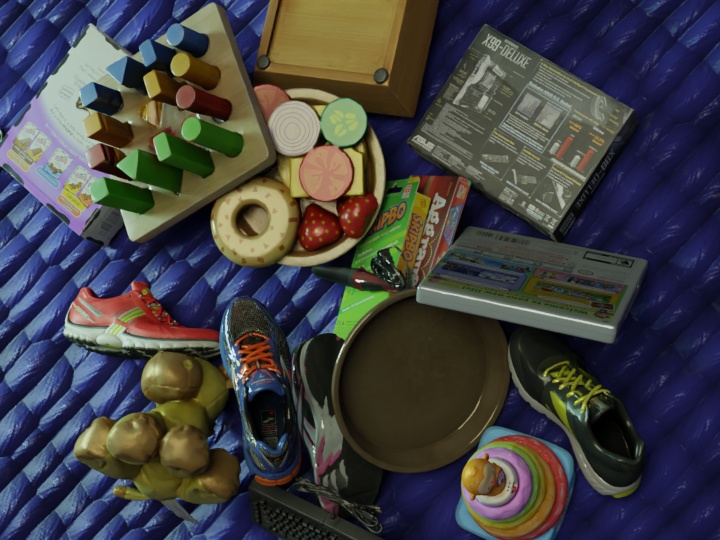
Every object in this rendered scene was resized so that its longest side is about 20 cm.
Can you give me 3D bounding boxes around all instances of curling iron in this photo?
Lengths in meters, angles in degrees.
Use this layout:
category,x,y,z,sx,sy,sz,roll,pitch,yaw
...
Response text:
category,x,y,z,sx,sy,sz,roll,pitch,yaw
curling iron,0.000,0.000,1.593,0.025,0.200,0.050,-20,99,-25

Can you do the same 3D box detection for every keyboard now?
category,x,y,z,sx,sy,sz,roll,pitch,yaw
keyboard,-0.031,0.268,1.560,0.199,0.128,0.021,22,45,21

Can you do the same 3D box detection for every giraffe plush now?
category,x,y,z,sx,sy,sz,roll,pitch,yaw
giraffe plush,-0.193,0.159,1.617,0.171,0.200,0.163,9,63,13

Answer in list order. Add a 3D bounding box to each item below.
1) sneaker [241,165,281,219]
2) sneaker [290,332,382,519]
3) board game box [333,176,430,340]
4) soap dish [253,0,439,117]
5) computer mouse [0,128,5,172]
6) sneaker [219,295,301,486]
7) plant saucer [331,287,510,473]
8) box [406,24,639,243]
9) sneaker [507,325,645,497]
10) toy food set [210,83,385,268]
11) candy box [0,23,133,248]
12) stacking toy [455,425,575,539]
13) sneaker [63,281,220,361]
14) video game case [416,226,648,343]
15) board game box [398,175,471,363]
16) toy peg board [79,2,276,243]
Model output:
category,x,y,z,sx,sy,sz,roll,pitch,yaw
sneaker,-0.132,-0.122,1.697,0.200,0.076,0.116,36,89,19
sneaker,-0.032,0.166,1.607,0.080,0.086,0.202,-6,91,-24
board game box,0.021,0.000,1.614,0.095,0.030,0.202,-3,71,58
soap dish,-0.021,-0.264,1.690,0.198,0.081,0.159,10,81,21
computer mouse,-0.486,-0.202,1.856,0.058,0.034,0.201,-31,71,9
sneaker,-0.098,0.116,1.545,0.075,0.079,0.201,-13,71,-10
plant saucer,0.061,0.110,1.546,0.201,0.200,0.029,-54,25,0
box,0.173,-0.148,1.616,0.199,0.050,0.158,33,89,22
sneaker,0.225,0.129,1.510,0.074,0.085,0.200,-32,73,-20
toy food set,-0.071,-0.104,1.630,0.198,0.049,0.200,-2,89,14
candy box,-0.308,-0.158,1.766,0.168,0.072,0.200,39,92,22
stacking toy,0.136,0.207,1.467,0.109,0.200,0.117,18,83,21
sneaker,-0.245,0.055,1.697,0.198,0.077,0.086,8,75,19
video game case,0.176,0.011,1.514,0.198,0.182,0.022,12,115,16
board game box,0.055,-0.005,1.608,0.103,0.019,0.202,7,77,59
toy peg board,-0.221,-0.167,1.625,0.199,0.098,0.200,-29,69,23
